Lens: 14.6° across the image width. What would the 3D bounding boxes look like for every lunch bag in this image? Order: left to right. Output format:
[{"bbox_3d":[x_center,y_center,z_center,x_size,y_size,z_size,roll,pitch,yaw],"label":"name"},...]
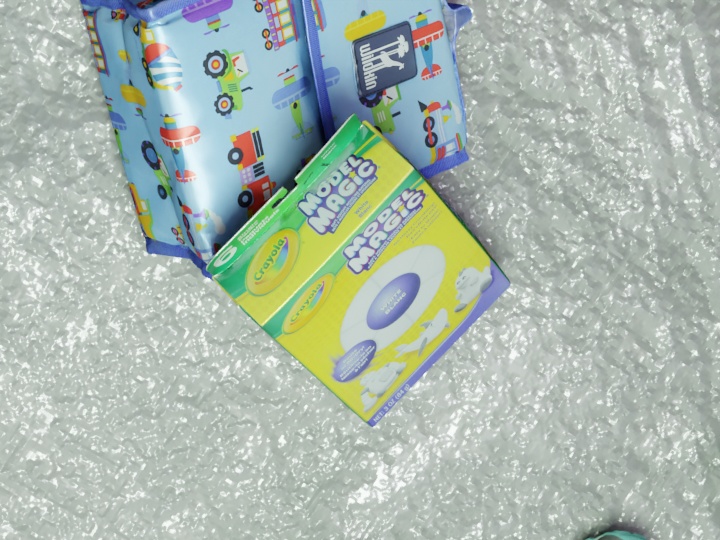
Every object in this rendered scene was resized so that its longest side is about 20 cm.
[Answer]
[{"bbox_3d":[-0.029,-0.104,1.503,0.200,0.094,0.151,-22,111,-23],"label":"lunch bag"}]

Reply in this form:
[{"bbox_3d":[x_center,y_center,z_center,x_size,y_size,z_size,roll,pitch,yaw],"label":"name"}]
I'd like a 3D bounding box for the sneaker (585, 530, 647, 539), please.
[{"bbox_3d":[0.135,0.252,1.639,0.077,0.091,0.200,14,100,-21],"label":"sneaker"}]

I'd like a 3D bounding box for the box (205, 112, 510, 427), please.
[{"bbox_3d":[0.000,0.000,1.491,0.117,0.048,0.200,-46,149,-1],"label":"box"}]
